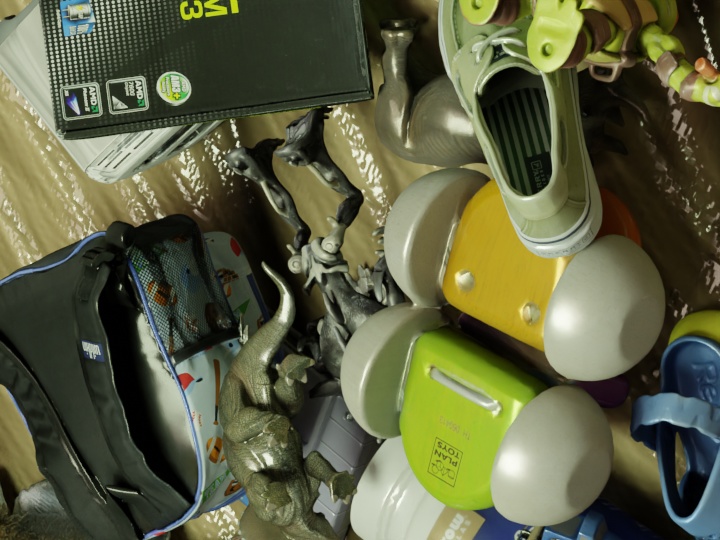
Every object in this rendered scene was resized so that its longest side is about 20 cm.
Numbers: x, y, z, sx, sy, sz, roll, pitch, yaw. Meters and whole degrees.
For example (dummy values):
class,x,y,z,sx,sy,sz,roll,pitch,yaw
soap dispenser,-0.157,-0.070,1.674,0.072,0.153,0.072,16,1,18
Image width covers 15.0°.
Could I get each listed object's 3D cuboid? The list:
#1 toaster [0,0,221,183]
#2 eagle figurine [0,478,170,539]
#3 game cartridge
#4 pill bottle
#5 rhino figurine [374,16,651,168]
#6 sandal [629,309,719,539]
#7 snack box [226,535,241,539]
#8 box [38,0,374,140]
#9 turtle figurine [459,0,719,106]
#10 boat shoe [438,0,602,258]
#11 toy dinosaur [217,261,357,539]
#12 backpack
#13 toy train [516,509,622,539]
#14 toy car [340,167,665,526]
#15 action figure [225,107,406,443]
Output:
class,x,y,z,sx,sy,sz,roll,pitch,yaw
toaster,-0.134,-0.148,1.732,0.200,0.113,0.129,-38,85,39
eagle figurine,-0.229,0.222,1.970,0.199,0.152,0.152,12,163,6
game cartridge,-0.075,0.087,1.825,0.200,0.038,0.130,38,124,24
pill bottle,0.097,0.173,1.651,0.200,0.115,0.116,33,125,27
rhino figurine,0.087,-0.097,1.594,0.199,0.060,0.088,9,108,37
sandal,0.203,0.129,1.563,0.079,0.087,0.201,-14,99,41
snack box,-0.143,0.239,1.881,0.199,0.024,0.072,-18,97,11
box,-0.098,-0.188,1.634,0.192,0.048,0.201,-6,91,5
turtle figurine,0.122,-0.144,1.480,0.200,0.161,0.064,52,122,24
boat shoe,0.088,-0.101,1.500,0.072,0.062,0.201,-21,56,5
toy dinosaur,-0.057,0.099,1.656,0.102,0.077,0.201,-4,107,61
backpack,-0.140,0.073,1.753,0.200,0.154,0.192,-23,82,50
toy train,0.182,0.178,1.536,0.199,0.034,0.046,18,130,13
toy car,0.098,0.041,1.568,0.175,0.150,0.201,27,106,36
action figure,0.000,0.000,1.680,0.119,0.102,0.201,-30,85,40
